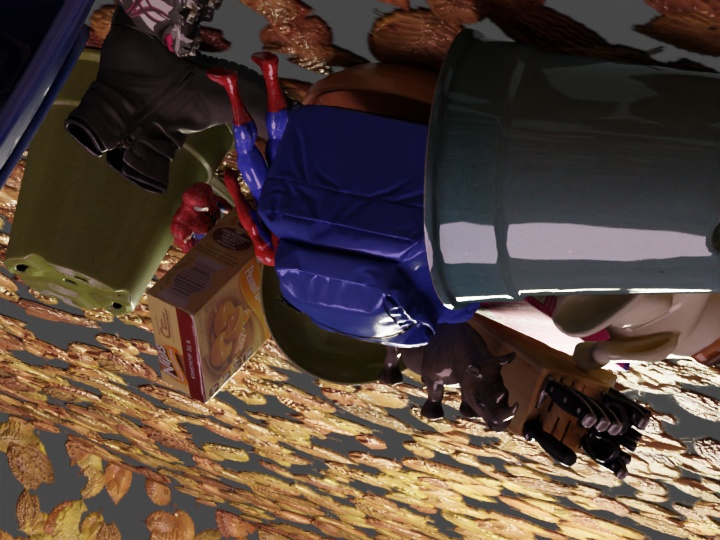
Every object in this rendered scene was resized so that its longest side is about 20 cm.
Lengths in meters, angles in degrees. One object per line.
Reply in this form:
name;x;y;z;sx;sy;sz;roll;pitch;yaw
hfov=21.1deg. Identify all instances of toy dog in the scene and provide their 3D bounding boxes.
toy dog;0.243;0.002;1.577;0.194;0.140;0.200;-33;145;10

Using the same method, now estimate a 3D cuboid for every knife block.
knife block;0.142;0.101;1.580;0.200;0.064;0.176;25;-172;16

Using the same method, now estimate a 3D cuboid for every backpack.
backpack;0.017;-0.027;1.511;0.162;0.168;0.200;18;171;22

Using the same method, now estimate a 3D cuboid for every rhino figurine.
rhino figurine;0.075;0.078;1.580;0.060;0.088;0.200;-8;-160;-24

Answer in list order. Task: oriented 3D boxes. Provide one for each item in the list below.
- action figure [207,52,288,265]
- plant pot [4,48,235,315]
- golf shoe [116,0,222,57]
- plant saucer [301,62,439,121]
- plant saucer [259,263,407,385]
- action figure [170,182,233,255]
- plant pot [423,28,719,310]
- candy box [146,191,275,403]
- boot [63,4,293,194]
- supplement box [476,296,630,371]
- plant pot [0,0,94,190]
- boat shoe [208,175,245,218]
action figure;-0.074;-0.075;1.568;0.052;0.065;0.200;22;130;55
plant pot;-0.230;-0.069;1.722;0.200;0.190;0.200;18;163;6
golf shoe;-0.143;-0.214;1.372;0.088;0.077;0.200;28;162;-1
plant saucer;0.051;-0.113;1.544;0.200;0.037;0.200;17;164;5
plant saucer;0.000;0.000;1.678;0.200;0.200;0.031;28;-178;-29
action figure;-0.131;-0.027;1.720;0.052;0.065;0.200;22;162;17
plant pot;0.164;-0.064;1.338;0.196;0.200;0.200;4;160;19
candy box;-0.099;0.007;1.689;0.055;0.200;0.116;26;143;25
boot;-0.147;-0.117;1.578;0.200;0.131;0.068;30;160;-33
supplement box;0.156;0.002;1.687;0.101;0.103;0.200;2;155;47
plant pot;-0.325;-0.170;1.474;0.200;0.200;0.180;28;169;0
boat shoe;-0.141;-0.048;1.862;0.202;0.065;0.074;31;166;18
